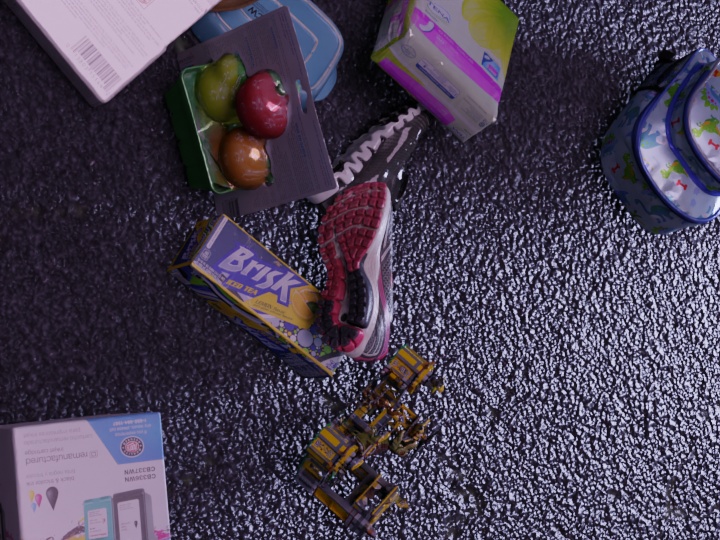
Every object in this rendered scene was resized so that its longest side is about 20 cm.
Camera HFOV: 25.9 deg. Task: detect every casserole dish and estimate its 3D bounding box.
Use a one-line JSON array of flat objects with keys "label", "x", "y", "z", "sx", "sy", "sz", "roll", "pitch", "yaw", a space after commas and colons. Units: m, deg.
[{"label": "casserole dish", "x": -0.096, "y": -0.263, "z": 1.699, "sx": 0.200, "sy": 0.039, "sz": 0.121, "roll": 39, "pitch": 65, "yaw": -20}]

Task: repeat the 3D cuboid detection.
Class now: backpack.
[{"label": "backpack", "x": 0.404, "y": -0.155, "z": 1.917, "sx": 0.183, "sy": 0.147, "sz": 0.200, "roll": 50, "pitch": 65, "yaw": -14}]

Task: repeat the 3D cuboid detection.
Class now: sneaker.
[{"label": "sneaker", "x": 0.000, "y": 0.000, "z": 1.647, "sx": 0.075, "sy": 0.081, "sz": 0.200, "roll": 36, "pitch": 55, "yaw": -48}, {"label": "sneaker", "x": 0.025, "y": -0.114, "z": 1.741, "sx": 0.200, "sy": 0.066, "sz": 0.091, "roll": -43, "pitch": 110, "yaw": -25}]

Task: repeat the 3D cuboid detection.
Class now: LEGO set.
[{"label": "LEGO set", "x": 0.029, "y": 0.188, "z": 1.649, "sx": 0.116, "sy": 0.154, "sz": 0.200, "roll": 40, "pitch": 50, "yaw": 9}]

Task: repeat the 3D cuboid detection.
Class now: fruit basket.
[{"label": "fruit basket", "x": -0.105, "y": -0.155, "z": 1.587, "sx": 0.094, "sy": 0.200, "sz": 0.186, "roll": -18, "pitch": 93, "yaw": -46}]

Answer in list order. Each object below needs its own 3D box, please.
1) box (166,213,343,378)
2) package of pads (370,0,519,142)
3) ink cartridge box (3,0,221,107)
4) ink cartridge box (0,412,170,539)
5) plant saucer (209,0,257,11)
[{"label": "box", "x": -0.100, "y": 0.029, "z": 1.644, "sx": 0.200, "sy": 0.064, "sz": 0.070, "roll": 40, "pitch": 65, "yaw": -22}, {"label": "package of pads", "x": 0.095, "y": -0.263, "z": 1.761, "sx": 0.154, "sy": 0.068, "sz": 0.200, "roll": 40, "pitch": 40, "yaw": -22}, {"label": "ink cartridge box", "x": -0.266, "y": -0.297, "z": 1.584, "sx": 0.176, "sy": 0.045, "sz": 0.200, "roll": -44, "pitch": 107, "yaw": -19}, {"label": "ink cartridge box", "x": -0.271, "y": 0.240, "z": 1.466, "sx": 0.147, "sy": 0.146, "sz": 0.200, "roll": -4, "pitch": 86, "yaw": -31}, {"label": "plant saucer", "x": -0.158, "y": -0.363, "z": 1.596, "sx": 0.200, "sy": 0.200, "sz": 0.035, "roll": 50, "pitch": 38, "yaw": -16}]
